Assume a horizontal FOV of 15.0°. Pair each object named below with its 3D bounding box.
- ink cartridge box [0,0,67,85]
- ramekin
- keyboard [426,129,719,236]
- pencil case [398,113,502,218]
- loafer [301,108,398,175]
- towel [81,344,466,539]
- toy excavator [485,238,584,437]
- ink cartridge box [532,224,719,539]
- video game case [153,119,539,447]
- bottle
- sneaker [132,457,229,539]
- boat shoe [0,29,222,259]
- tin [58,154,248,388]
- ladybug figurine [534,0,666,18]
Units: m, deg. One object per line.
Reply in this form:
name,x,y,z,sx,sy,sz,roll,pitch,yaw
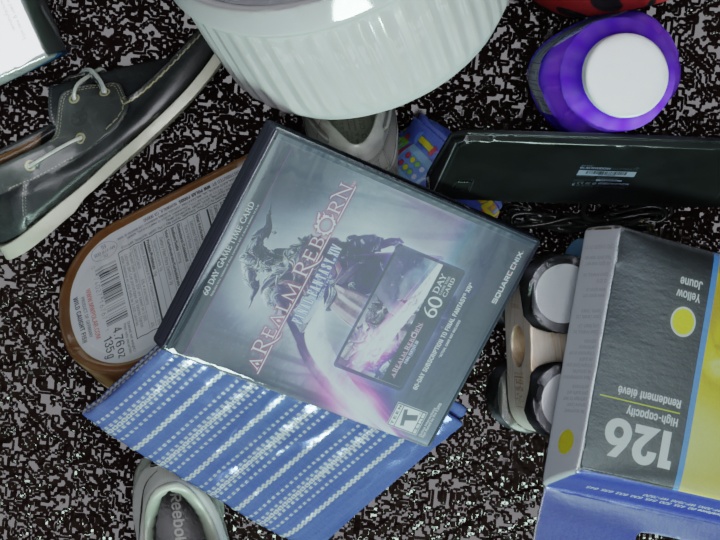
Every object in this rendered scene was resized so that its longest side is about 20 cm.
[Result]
ink cartridge box,-0.284,-0.118,1.646,0.199,0.115,0.068,-24,94,3
ramekin,-0.008,-0.176,1.542,0.199,0.201,0.105,-24,131,2
keyboard,0.137,-0.053,1.613,0.199,0.127,0.021,2,63,-12
pencil case,0.000,0.000,1.676,0.200,0.078,0.087,-46,114,3
loafer,-0.014,-0.134,1.630,0.070,0.070,0.201,-11,59,-6
towel,-0.048,0.084,1.645,0.145,0.024,0.200,-42,127,18
toy excavator,0.185,0.076,1.683,0.199,0.100,0.196,-3,90,-14
ink cartridge box,0.206,0.091,1.630,0.197,0.047,0.201,14,81,-28
video game case,-0.005,0.011,1.583,0.199,0.019,0.143,22,101,-34
bottle,0.145,-0.115,1.605,0.083,0.200,0.066,-26,94,2
sneaker,-0.102,0.213,1.692,0.074,0.089,0.201,-17,96,0
boat shoe,-0.160,-0.093,1.670,0.200,0.072,0.068,-39,98,5
tin,-0.094,0.001,1.655,0.199,0.042,0.112,-26,60,16
ladybug figurine,0.147,-0.189,1.600,0.135,0.200,0.072,-13,97,-3
